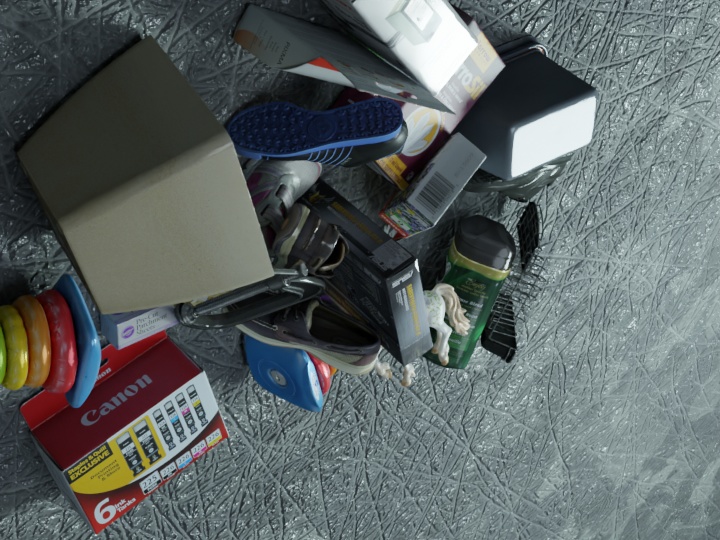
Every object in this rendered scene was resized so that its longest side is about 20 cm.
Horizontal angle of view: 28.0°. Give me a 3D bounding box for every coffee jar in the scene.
[{"bbox_3d":[0.144,0.028,1.977,0.085,0.104,0.201,20,111,-6],"label":"coffee jar"}]

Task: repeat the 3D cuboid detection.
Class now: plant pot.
[{"bbox_3d":[-0.224,-0.076,1.441,0.176,0.200,0.201,-28,139,-13],"label":"plant pot"}]

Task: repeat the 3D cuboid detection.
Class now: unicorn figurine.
[{"bbox_3d":[0.055,0.080,1.871,0.200,0.074,0.138,-40,129,-37],"label":"unicorn figurine"}]

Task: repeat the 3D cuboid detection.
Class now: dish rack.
[{"bbox_3d":[0.219,0.009,2.008,0.054,0.154,0.201,18,120,-10],"label":"dish rack"}]

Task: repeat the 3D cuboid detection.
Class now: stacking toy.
[{"bbox_3d":[-0.377,0.081,1.474,0.199,0.110,0.116,-7,137,-30],"label":"stacking toy"},{"bbox_3d":[-0.044,0.074,1.840,0.200,0.109,0.117,-46,140,-33],"label":"stacking toy"}]

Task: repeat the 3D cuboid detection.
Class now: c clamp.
[{"bbox_3d":[-0.129,0.029,1.606,0.199,0.027,0.171,-22,165,30],"label":"c clamp"}]

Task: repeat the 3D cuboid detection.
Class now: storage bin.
[{"bbox_3d":[0.197,-0.188,1.826,0.199,0.134,0.146,-24,132,-30],"label":"storage bin"}]

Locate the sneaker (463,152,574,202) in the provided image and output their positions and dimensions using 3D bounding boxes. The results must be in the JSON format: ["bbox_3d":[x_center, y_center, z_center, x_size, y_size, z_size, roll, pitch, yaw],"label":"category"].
[{"bbox_3d":[0.209,-0.127,1.951,0.199,0.076,0.091,-15,140,-34],"label":"sneaker"}]

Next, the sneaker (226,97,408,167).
[{"bbox_3d":[-0.046,-0.144,1.605,0.199,0.071,0.078,-2,157,6],"label":"sneaker"}]

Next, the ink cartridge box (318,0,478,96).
[{"bbox_3d":[0.018,-0.294,1.542,0.084,0.145,0.200,-50,143,1],"label":"ink cartridge box"}]

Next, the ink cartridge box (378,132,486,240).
[{"bbox_3d":[0.078,-0.099,1.789,0.109,0.050,0.200,-52,-172,-13],"label":"ink cartridge box"}]

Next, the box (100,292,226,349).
[{"bbox_3d":[-0.205,0.031,1.663,0.199,0.039,0.042,-24,136,-33],"label":"box"}]

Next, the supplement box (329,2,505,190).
[{"bbox_3d":[0.065,-0.212,1.710,0.200,0.086,0.110,-51,144,-1],"label":"supplement box"}]

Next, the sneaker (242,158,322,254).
[{"bbox_3d":[-0.113,-0.062,1.644,0.200,0.088,0.081,-43,143,-12],"label":"sneaker"}]

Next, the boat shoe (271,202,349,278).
[{"bbox_3d":[-0.056,-0.018,1.629,0.075,0.073,0.200,-62,176,-6],"label":"boat shoe"}]

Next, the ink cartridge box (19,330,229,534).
[{"bbox_3d":[-0.272,0.177,1.678,0.200,0.084,0.176,-36,140,-19],"label":"ink cartridge box"}]

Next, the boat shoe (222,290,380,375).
[{"bbox_3d":[-0.067,0.059,1.724,0.065,0.199,0.072,118,-4,-50],"label":"boat shoe"}]

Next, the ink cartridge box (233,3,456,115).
[{"bbox_3d":[-0.017,-0.206,1.530,0.162,0.200,0.050,7,119,-48],"label":"ink cartridge box"}]

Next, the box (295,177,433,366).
[{"bbox_3d":[0.000,0.000,1.722,0.048,0.200,0.159,-34,139,-18],"label":"box"}]
